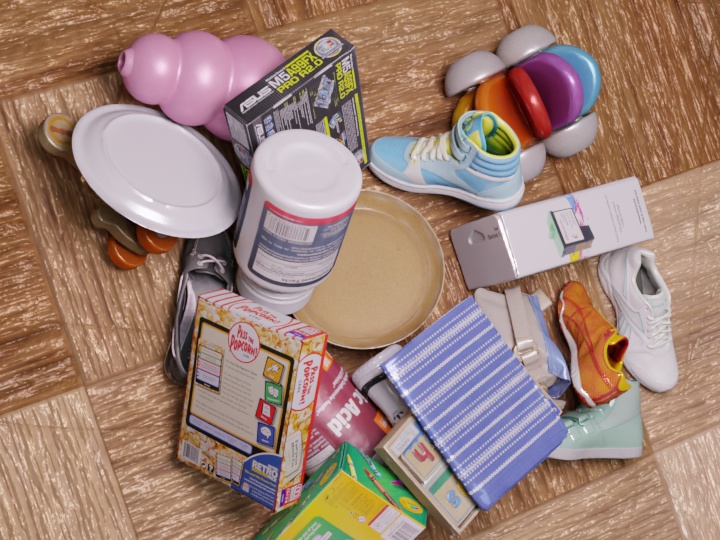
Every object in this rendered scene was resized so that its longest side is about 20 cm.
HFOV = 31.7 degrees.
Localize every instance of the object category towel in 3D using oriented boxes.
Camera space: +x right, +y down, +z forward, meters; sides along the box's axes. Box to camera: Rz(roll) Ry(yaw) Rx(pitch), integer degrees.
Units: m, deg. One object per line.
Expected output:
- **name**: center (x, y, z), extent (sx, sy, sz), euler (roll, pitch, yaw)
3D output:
- **towel**: center (0.128, 0.146, 1.399), extent (0.145, 0.024, 0.200), euler (-37, 93, -25)

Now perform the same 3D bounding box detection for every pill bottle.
- **pill bottle**: center (-0.077, -0.046, 1.395), extent (0.119, 0.200, 0.120), euler (9, 49, -11)
- **pill bottle**: center (-0.031, 0.184, 1.458), extent (0.200, 0.114, 0.114), euler (48, 71, -9)

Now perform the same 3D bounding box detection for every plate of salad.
- **plate of salad**: center (-0.225, -0.105, 1.393), extent (0.200, 0.048, 0.200), euler (23, 38, -19)

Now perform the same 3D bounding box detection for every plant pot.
- **plant pot**: center (0.000, 0.000, 1.513), extent (0.200, 0.027, 0.200), euler (1, 72, -4)

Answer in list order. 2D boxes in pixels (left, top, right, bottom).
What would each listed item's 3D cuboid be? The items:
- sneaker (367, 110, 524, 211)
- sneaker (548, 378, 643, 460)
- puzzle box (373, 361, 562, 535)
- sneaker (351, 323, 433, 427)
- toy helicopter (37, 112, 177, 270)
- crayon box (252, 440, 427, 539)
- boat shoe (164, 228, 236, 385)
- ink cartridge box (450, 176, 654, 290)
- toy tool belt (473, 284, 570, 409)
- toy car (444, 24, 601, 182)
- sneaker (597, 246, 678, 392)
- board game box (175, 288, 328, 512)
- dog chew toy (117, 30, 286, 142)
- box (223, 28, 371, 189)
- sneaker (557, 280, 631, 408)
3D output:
- **sneaker**: center (0.102, -0.150, 1.512), extent (0.200, 0.131, 0.080), euler (13, 58, 10)
- **sneaker**: center (0.268, 0.175, 1.588), extent (0.200, 0.074, 0.119), euler (2, 89, -29)
- **puzzle box**: center (0.123, 0.178, 1.412), extent (0.133, 0.025, 0.200), euler (49, 63, -9)
- **sneaker**: center (0.079, 0.134, 1.488), extent (0.200, 0.075, 0.115), euler (-21, 75, -54)
- **toy helicopter**: center (-0.275, -0.106, 1.424), extent (0.200, 0.079, 0.132), euler (44, 48, -22)
- **crayon box**: center (-0.032, 0.298, 1.413), extent (0.119, 0.058, 0.200), euler (36, 114, -13)
- **boat shoe**: center (-0.178, 0.033, 1.454), extent (0.067, 0.057, 0.200), euler (15, 79, -18)
- **ink cartridge box**: center (0.233, -0.044, 1.567), extent (0.200, 0.145, 0.084), euler (-15, 88, -21)
- **toy tool belt**: center (0.206, 0.112, 1.537), extent (0.123, 0.125, 0.200), euler (-6, 60, -22)
- **toy car**: center (0.215, -0.214, 1.579), extent (0.200, 0.150, 0.175), euler (-29, 93, -21)
- **sneaker**: center (0.368, 0.063, 1.639), extent (0.070, 0.080, 0.201), euler (-20, 92, -23)
- **board game box**: center (-0.121, 0.139, 1.375), extent (0.046, 0.151, 0.200), euler (-15, 120, -53)
- **dog chew toy**: center (-0.178, -0.216, 1.439), extent (0.200, 0.124, 0.125), euler (9, 80, -32)
- **box**: center (-0.067, -0.154, 1.452), extent (0.160, 0.200, 0.044), euler (-40, 60, -20)
- **sneaker**: center (0.293, 0.087, 1.570), extent (0.077, 0.200, 0.073), euler (-25, 131, 17)
